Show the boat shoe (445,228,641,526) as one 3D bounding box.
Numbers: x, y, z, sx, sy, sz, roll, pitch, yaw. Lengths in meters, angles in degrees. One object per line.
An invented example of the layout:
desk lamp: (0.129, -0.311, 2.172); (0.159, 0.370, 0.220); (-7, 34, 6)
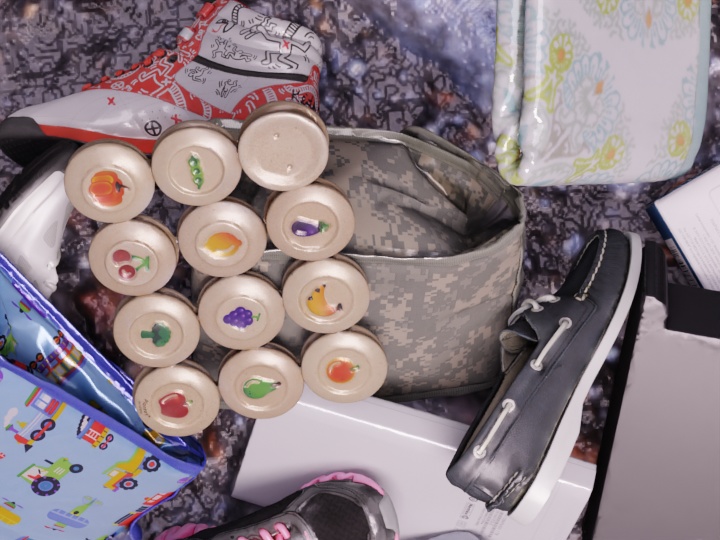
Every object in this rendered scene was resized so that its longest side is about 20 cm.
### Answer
boat shoe: (0.108, 0.050, 1.623); (0.060, 0.076, 0.200); (27, 57, -6)

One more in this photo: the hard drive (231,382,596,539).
hard drive: (0.029, 0.127, 1.685); (0.200, 0.132, 0.027); (17, 56, -2)

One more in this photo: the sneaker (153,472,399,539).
sneaker: (-0.070, 0.177, 1.663); (0.200, 0.095, 0.079); (-23, 83, 30)

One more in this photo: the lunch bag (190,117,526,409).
lunch bag: (0.000, 0.000, 1.660); (0.200, 0.164, 0.118); (3, 53, -1)

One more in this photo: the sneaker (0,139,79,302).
sneaker: (-0.196, 0.022, 1.710); (0.115, 0.076, 0.201); (34, 109, -10)

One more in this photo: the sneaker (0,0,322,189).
sneaker: (-0.120, -0.110, 1.726); (0.201, 0.067, 0.108); (2, 65, 16)

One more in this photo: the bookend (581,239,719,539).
bookend: (0.245, 0.105, 1.667); (0.198, 0.092, 0.200); (10, 112, 2)

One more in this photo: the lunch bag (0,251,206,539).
lunch bag: (-0.202, 0.109, 1.665); (0.151, 0.094, 0.200); (-37, 117, 25)

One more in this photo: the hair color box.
hair color box: (0.287, -0.048, 1.722); (0.200, 0.061, 0.100); (-30, 89, 0)

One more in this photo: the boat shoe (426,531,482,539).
boat shoe: (-0.001, 0.221, 1.714); (0.200, 0.070, 0.066); (-24, 127, 11)

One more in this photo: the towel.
towel: (0.142, -0.151, 1.649); (0.048, 0.171, 0.200); (6, 96, 43)

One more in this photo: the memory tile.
memory tile: (-0.073, 0.003, 1.566); (0.153, 0.017, 0.200); (-11, 122, 6)
